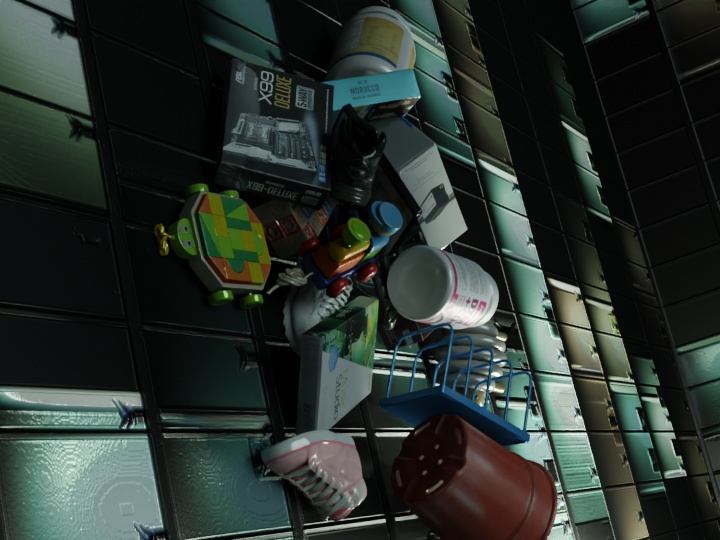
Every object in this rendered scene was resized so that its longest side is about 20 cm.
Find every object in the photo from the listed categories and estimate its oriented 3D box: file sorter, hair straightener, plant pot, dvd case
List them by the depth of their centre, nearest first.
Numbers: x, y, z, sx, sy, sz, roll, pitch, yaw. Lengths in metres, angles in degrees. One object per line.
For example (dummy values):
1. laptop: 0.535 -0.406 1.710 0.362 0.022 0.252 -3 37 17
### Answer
1. plant pot: 0.159 0.326 1.754 0.195 0.199 0.203 41 37 -30
2. dvd case: 0.013 -0.134 1.762 0.017 0.143 0.201 -27 76 -25
3. file sorter: 0.152 0.183 1.808 0.199 0.138 0.124 31 57 -33
4. hair straightener: 0.063 -0.067 1.858 0.202 0.076 0.041 87 -2 -49

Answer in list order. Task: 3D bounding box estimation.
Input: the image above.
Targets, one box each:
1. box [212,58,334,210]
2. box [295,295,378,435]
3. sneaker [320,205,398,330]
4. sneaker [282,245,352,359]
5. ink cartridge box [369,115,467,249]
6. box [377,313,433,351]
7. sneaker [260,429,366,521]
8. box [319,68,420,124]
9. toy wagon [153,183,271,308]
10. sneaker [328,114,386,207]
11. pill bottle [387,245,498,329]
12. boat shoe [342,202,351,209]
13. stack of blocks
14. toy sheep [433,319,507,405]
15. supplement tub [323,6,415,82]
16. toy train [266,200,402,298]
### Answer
1. box: -0.119 -0.192 1.636 0.155 0.050 0.202 14 51 -16
2. box: -0.030 0.130 1.611 0.200 0.036 0.147 -34 131 -64
3. sneaker: 0.000 0.000 1.792 0.075 0.078 0.203 -54 125 -67
4. sneaker: -0.054 0.042 1.650 0.076 0.080 0.202 47 35 -40
5. ink cartridge box: 0.083 -0.145 1.927 0.145 0.083 0.201 44 -14 45
6. box: 0.089 0.052 1.929 0.101 0.074 0.200 68 24 -4
7. sneaker: -0.050 0.266 1.498 0.200 0.075 0.106 21 48 -62
8. box: -0.013 -0.262 1.821 0.197 0.082 0.050 -12 79 -20
9. toy wagon: -0.185 -0.033 1.495 0.199 0.039 0.158 9 64 -61
10. sneaker: -0.006 -0.160 1.666 0.200 0.075 0.116 -98 -153 -80
11. pill bottle: 0.134 0.031 1.822 0.199 0.112 0.115 14 59 -59
12. boat shoe: 0.003 -0.114 1.891 0.068 0.071 0.201 -81 148 -48
13. stack of blocks: -0.093 -0.120 1.712 0.116 0.058 0.201 59 28 -20
14. toy sheep: 0.187 0.142 1.985 0.137 0.136 0.204 24 63 -55
15. supplement tub: 0.019 -0.345 1.994 0.145 0.143 0.202 52 31 -30
16. toy train: -0.031 -0.025 1.574 0.085 0.116 0.199 53 40 9
